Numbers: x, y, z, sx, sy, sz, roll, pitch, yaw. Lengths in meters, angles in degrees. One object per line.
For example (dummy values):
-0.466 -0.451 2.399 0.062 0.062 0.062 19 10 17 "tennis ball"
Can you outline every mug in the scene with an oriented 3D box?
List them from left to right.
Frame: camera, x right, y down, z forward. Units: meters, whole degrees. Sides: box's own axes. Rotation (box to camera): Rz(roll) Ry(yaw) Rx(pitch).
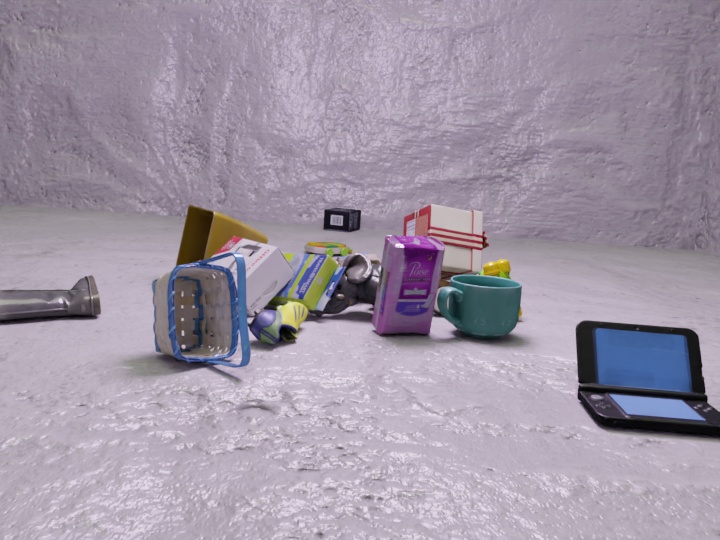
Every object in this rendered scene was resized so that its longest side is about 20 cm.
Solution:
0.246 0.078 1.440 0.181 0.117 0.152 3 9 0 "mug"

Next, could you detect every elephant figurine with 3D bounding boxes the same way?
0.001 0.033 1.525 0.197 0.144 0.155 11 16 16 "elephant figurine"

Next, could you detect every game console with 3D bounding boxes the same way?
0.436 0.157 1.019 0.196 0.119 0.176 4 8 3 "game console"

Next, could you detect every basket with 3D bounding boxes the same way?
-0.251 0.064 1.110 0.138 0.180 0.198 0 -2 -45 "basket"

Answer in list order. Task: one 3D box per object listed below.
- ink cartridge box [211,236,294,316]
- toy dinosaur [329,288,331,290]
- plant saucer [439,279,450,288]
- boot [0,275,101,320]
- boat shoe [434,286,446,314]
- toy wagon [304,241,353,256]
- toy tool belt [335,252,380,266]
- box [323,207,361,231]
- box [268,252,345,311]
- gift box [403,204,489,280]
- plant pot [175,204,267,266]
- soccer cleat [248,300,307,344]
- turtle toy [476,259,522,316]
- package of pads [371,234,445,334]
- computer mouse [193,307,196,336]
-0.267 0.008 1.543 0.198 0.083 0.147 13 53 48 "ink cartridge box"
-0.148 0.040 1.766 0.198 0.059 0.101 21 2 36 "toy dinosaur"
0.166 0.040 1.867 0.196 0.036 0.200 9 6 -1 "plant saucer"
-0.638 0.059 1.373 0.197 0.074 0.181 -8 11 -25 "boot"
0.221 0.080 1.674 0.199 0.073 0.063 -16 -22 -52 "boat shoe"
-0.111 -0.082 2.550 0.198 0.040 0.154 -3 12 -38 "toy wagon"
0.000 0.000 1.747 0.122 0.126 0.198 37 27 33 "toy tool belt"
-0.092 -0.263 3.502 0.145 0.106 0.200 6 9 18 "box"
-0.136 0.024 1.532 0.198 0.123 0.048 3 -33 47 "box"
0.224 -0.056 1.819 0.184 0.204 0.184 6 -6 -23 "gift box"
-0.355 -0.046 1.763 0.174 0.204 0.199 11 3 -34 "plant pot"
-0.146 0.108 1.316 0.083 0.065 0.200 38 14 14 "soccer cleat"
0.319 0.054 1.619 0.100 0.148 0.199 -16 -3 31 "turtle toy"
0.098 0.032 1.386 0.118 0.203 0.076 0 22 -22 "package of pads"
-0.315 0.100 1.319 0.057 0.035 0.200 3 9 -11 "computer mouse"
